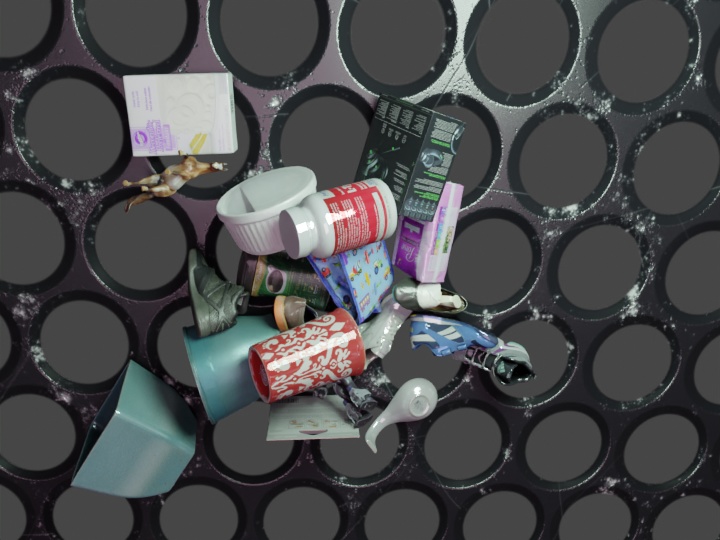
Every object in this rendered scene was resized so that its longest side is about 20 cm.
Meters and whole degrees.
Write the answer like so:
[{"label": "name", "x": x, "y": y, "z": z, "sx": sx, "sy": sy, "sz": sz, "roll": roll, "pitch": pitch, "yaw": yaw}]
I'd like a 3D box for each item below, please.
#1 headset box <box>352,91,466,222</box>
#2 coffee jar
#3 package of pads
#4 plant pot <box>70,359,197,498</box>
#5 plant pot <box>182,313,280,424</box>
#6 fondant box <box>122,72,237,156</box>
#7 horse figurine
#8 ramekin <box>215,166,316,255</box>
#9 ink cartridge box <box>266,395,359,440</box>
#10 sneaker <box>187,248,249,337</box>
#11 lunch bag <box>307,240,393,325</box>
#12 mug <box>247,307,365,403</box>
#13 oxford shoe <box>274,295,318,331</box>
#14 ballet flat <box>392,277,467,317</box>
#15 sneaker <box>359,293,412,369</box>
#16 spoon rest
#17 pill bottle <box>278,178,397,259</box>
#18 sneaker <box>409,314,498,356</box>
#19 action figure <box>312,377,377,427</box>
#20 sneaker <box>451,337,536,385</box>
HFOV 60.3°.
[{"label": "headset box", "x": 0.085, "y": -0.208, "z": 1.168, "sx": 0.091, "sy": 0.173, "sz": 0.205, "roll": 7, "pitch": 109, "yaw": -37}, {"label": "coffee jar", "x": -0.155, "y": 0.011, "z": 1.275, "sx": 0.194, "sy": 0.086, "sz": 0.107, "roll": 13, "pitch": 110, "yaw": -9}, {"label": "package of pads", "x": 0.130, "y": -0.089, "z": 1.244, "sx": 0.074, "sy": 0.120, "sz": 0.206, "roll": -1, "pitch": 110, "yaw": -33}, {"label": "plant pot", "x": -0.458, "y": 0.354, "z": 1.314, "sx": 0.197, "sy": 0.197, "sz": 0.198, "roll": 31, "pitch": 103, "yaw": -22}, {"label": "plant pot", "x": -0.247, "y": 0.182, "z": 1.277, "sx": 0.183, "sy": 0.200, "sz": 0.206, "roll": -19, "pitch": 108, "yaw": -14}, {"label": "fondant box", "x": -0.340, "y": -0.298, "z": 1.184, "sx": 0.193, "sy": 0.058, "sz": 0.149, "roll": -2, "pitch": 107, "yaw": -2}, {"label": "horse figurine", "x": -0.369, "y": -0.177, "z": 1.198, "sx": 0.196, "sy": 0.132, "sz": 0.051, "roll": -27, "pitch": 88, "yaw": 13}, {"label": "ramekin", "x": -0.169, "y": -0.112, "z": 1.186, "sx": 0.196, "sy": 0.204, "sz": 0.096, "roll": -16, "pitch": 119, "yaw": 2}, {"label": "ink cartridge box", "x": -0.100, "y": 0.329, "z": 1.329, "sx": 0.193, "sy": 0.177, "sz": 0.046, "roll": -1, "pitch": 109, "yaw": -3}, {"label": "sneaker", "x": -0.289, "y": 0.038, "z": 1.244, "sx": 0.111, "sy": 0.202, "sz": 0.077, "roll": -8, "pitch": 139, "yaw": -23}, {"label": "lunch bag", "x": 0.000, "y": 0.000, "z": 1.248, "sx": 0.092, "sy": 0.151, "sz": 0.204, "roll": -6, "pitch": 121, "yaw": 40}, {"label": "mug", "x": -0.104, "y": 0.186, "z": 1.189, "sx": 0.195, "sy": 0.133, "sz": 0.183, "roll": -16, "pitch": 120, "yaw": -29}, {"label": "oxford shoe", "x": -0.119, "y": 0.122, "z": 1.278, "sx": 0.070, "sy": 0.073, "sz": 0.202, "roll": -5, "pitch": 146, "yaw": 9}, {"label": "ballet flat", "x": 0.152, "y": 0.053, "z": 1.275, "sx": 0.197, "sy": 0.067, "sz": 0.070, "roll": 13, "pitch": 74, "yaw": -44}, {"label": "sneaker", "x": 0.056, "y": 0.128, "z": 1.315, "sx": 0.200, "sy": 0.101, "sz": 0.074, "roll": -45, "pitch": 132, "yaw": 14}, {"label": "spoon rest", "x": 0.090, "y": 0.325, "z": 1.411, "sx": 0.198, "sy": 0.061, "sz": 0.100, "roll": -38, "pitch": 108, "yaw": -6}, {"label": "pill bottle", "x": -0.041, "y": -0.088, "z": 1.098, "sx": 0.196, "sy": 0.111, "sz": 0.116, "roll": -18, "pitch": 111, "yaw": -28}, {"label": "sneaker", "x": 0.194, "y": 0.146, "z": 1.315, "sx": 0.194, "sy": 0.074, "sz": 0.085, "roll": 10, "pitch": 86, "yaw": 22}, {"label": "action figure", "x": -0.045, "y": 0.234, "z": 1.317, "sx": 0.068, "sy": 0.199, "sz": 0.133, "roll": -4, "pitch": 127, "yaw": -45}, {"label": "sneaker", "x": 0.285, "y": 0.194, "z": 1.330, "sx": 0.193, "sy": 0.140, "sz": 0.080, "roll": 9, "pitch": 107, "yaw": -7}]
